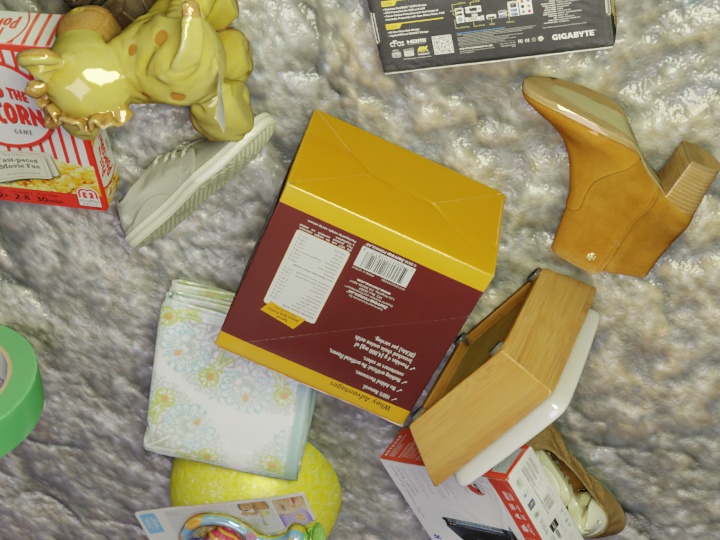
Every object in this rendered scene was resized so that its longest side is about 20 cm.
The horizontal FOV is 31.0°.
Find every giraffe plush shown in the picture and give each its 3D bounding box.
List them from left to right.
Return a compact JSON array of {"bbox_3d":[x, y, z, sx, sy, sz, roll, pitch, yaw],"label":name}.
[{"bbox_3d":[-0.185,-0.167,1.064,0.161,0.200,0.173,-9,125,8],"label":"giraffe plush"}]

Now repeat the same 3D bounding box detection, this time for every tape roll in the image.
[{"bbox_3d":[-0.429,0.129,1.336,0.199,0.201,0.048,4,125,9],"label":"tape roll"}]

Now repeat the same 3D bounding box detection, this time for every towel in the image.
[{"bbox_3d":[-0.129,0.115,1.339,0.170,0.048,0.201,13,114,4],"label":"towel"}]

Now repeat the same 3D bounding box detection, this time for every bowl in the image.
[{"bbox_3d":[-0.127,0.275,1.436,0.199,0.108,0.201,6,126,8],"label":"bowl"}]

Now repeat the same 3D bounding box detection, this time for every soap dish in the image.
[{"bbox_3d":[0.134,0.093,1.201,0.081,0.200,0.157,44,123,-3],"label":"soap dish"}]

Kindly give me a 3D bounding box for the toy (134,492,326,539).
[{"bbox_3d":[-0.133,0.295,1.354,0.199,0.047,0.116,-12,120,18],"label":"toy"}]

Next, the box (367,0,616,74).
[{"bbox_3d":[0.100,-0.249,1.050,0.199,0.049,0.160,-5,121,15],"label":"box"}]

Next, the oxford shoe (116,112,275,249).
[{"bbox_3d":[-0.160,-0.092,1.209,0.200,0.075,0.058,-35,84,29],"label":"oxford shoe"}]

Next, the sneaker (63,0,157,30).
[{"bbox_3d":[-0.256,-0.254,1.103,0.200,0.076,0.070,41,123,-17],"label":"sneaker"}]

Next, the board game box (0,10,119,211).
[{"bbox_3d":[-0.314,-0.146,1.184,0.151,0.046,0.200,6,139,9],"label":"board game box"}]

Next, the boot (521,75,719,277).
[{"bbox_3d":[0.200,-0.073,1.140,0.200,0.071,0.144,24,124,-12],"label":"boot"}]

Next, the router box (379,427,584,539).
[{"bbox_3d":[0.138,0.259,1.357,0.179,0.049,0.200,1,131,47],"label":"router box"}]

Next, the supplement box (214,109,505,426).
[{"bbox_3d":[0.000,0.000,1.196,0.197,0.133,0.200,24,126,-6],"label":"supplement box"}]

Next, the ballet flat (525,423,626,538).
[{"bbox_3d":[0.214,0.231,1.354,0.068,0.072,0.200,-24,117,24],"label":"ballet flat"}]
